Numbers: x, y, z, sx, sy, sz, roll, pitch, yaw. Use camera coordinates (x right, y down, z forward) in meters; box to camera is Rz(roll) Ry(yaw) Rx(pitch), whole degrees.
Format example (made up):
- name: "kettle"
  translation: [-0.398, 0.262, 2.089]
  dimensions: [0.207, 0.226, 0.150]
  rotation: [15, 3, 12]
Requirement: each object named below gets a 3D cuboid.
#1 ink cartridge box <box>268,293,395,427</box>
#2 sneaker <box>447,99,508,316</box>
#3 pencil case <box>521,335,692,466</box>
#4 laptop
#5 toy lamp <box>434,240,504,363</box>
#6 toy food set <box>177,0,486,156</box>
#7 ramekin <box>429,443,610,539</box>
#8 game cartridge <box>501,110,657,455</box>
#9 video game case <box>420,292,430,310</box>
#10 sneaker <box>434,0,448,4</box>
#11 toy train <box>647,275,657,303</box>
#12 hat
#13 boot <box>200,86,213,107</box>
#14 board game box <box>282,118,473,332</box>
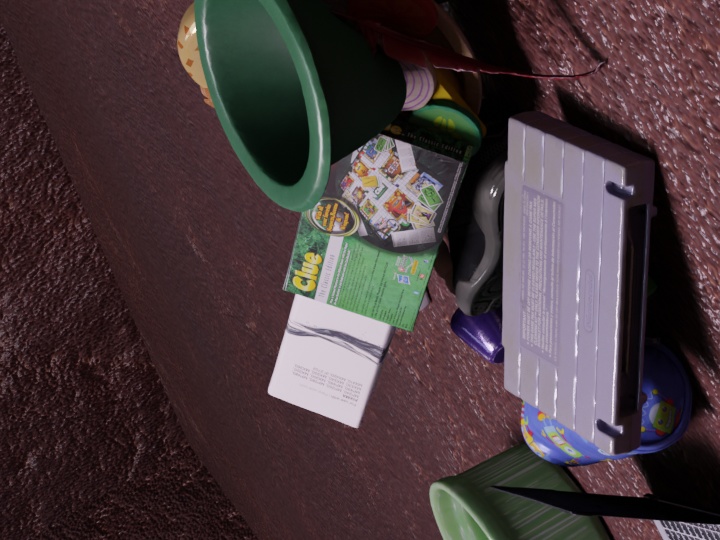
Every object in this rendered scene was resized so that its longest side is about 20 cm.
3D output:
- name: "ink cartridge box"
  translation: [0.000, 0.000, 1.572]
  dimensions: [0.084, 0.145, 0.201]
  rotation: [19, 130, 2]
- name: "sneaker"
  translation: [0.086, -0.053, 1.462]
  dimensions: [0.114, 0.076, 0.200]
  rotation: [55, 163, 29]
- name: "pencil case"
  translation: [0.172, 0.096, 1.430]
  dimensions: [0.087, 0.078, 0.200]
  rotation: [36, 167, -2]
- name: "laptop"
  translation: [0.215, 0.225, 1.464]
  dimensions: [0.201, 0.115, 0.187]
  rotation: [62, 168, -7]
- name: "toy lamp"
  translation: [0.069, -0.008, 1.656]
  dimensions: [0.200, 0.058, 0.058]
  rotation: [54, 166, 25]
- name: "toy food set"
  translation: [-0.012, -0.136, 1.349]
  dimensions: [0.197, 0.049, 0.200]
  rotation: [-18, 127, 39]
- name: "ramekin"
  translation: [0.155, 0.255, 1.795]
  dimensions: [0.201, 0.097, 0.200]
  rotation: [56, 166, 21]
- name: "game cartridge"
  translation: [0.141, 0.006, 1.303]
  dimensions: [0.130, 0.038, 0.201]
  rotation: [36, 132, 55]
- name: "video game case"
  translation: [-0.010, -0.078, 1.882]
  dimensions: [0.182, 0.024, 0.201]
  rotation: [44, 160, 52]
- name: "sneaker"
  translation: [-0.017, -0.212, 1.383]
  dimensions: [0.199, 0.074, 0.082]
  rotation: [-7, 100, 30]
- name: "toy train"
  translation: [0.159, 0.018, 1.409]
  dimensions: [0.056, 0.042, 0.200]
  rotation: [50, 167, 0]
- name: "hat"
  translation: [0.013, -0.137, 1.281]
  dimensions: [0.201, 0.175, 0.166]
  rotation: [59, 154, 21]
- name: "boot"
  translation: [-0.057, -0.155, 1.637]
  dimensions: [0.155, 0.077, 0.200]
  rotation: [28, 164, 9]
- name: "board game box"
  translation: [0.009, -0.035, 1.403]
  dimensions: [0.104, 0.024, 0.200]
  rotation: [17, 142, 0]
